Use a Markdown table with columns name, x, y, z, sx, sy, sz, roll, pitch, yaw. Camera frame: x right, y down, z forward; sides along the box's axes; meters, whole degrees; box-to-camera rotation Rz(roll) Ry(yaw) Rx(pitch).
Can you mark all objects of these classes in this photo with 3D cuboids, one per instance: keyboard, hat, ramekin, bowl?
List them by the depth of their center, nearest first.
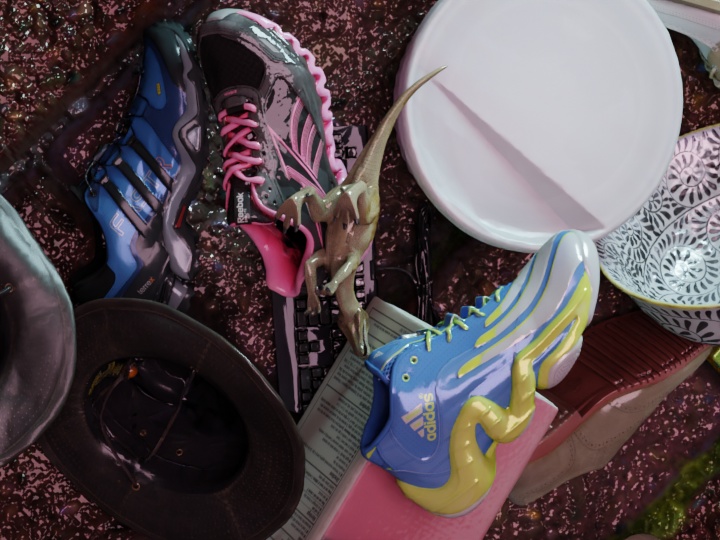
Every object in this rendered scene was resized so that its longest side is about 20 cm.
| name | x | y | z | sx | sy | sz | roll | pitch | yaw |
| --- | --- | --- | --- | --- | --- | --- | --- | --- | --- |
| hat | -0.282 | 0.041 | 1.488 | 0.199 | 0.081 | 0.202 | 2 | 80 | -11 |
| hat | -0.117 | 0.090 | 1.526 | 0.199 | 0.081 | 0.202 | 10 | 119 | 18 |
| ramekin | 0.112 | -0.113 | 1.583 | 0.201 | 0.094 | 0.204 | -1 | 92 | -15 |
| keyboard | 0.000 | 0.000 | 1.596 | 0.126 | 0.021 | 0.202 | -5 | 94 | -14 |
| bowl | 0.267 | -0.008 | 1.599 | 0.200 | 0.201 | 0.095 | -30 | 126 | -11 |

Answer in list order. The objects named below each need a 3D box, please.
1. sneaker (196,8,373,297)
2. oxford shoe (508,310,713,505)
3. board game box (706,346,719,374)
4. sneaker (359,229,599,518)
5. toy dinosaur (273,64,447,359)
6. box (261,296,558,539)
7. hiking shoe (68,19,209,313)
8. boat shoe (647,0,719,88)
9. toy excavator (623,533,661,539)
| name | x | y | z | sx | sy | sz | roll | pitch | yaw |
| --- | --- | --- | --- | --- | --- | --- | --- | --- | --- |
| sneaker | -0.061 | -0.072 | 1.503 | 0.095 | 0.079 | 0.201 | -44 | 117 | -44 |
| oxford shoe | 0.171 | 0.093 | 1.631 | 0.199 | 0.070 | 0.075 | -28 | 131 | -17 |
| board game box | 0.347 | 0.021 | 1.681 | 0.200 | 0.030 | 0.096 | -46 | 105 | -6 |
| sneaker | 0.068 | 0.052 | 1.429 | 0.105 | 0.076 | 0.201 | 26 | 92 | -21 |
| toy dinosaur | -0.006 | -0.041 | 1.490 | 0.058 | 0.101 | 0.202 | 19 | 105 | 23 |
| box | 0.020 | 0.138 | 1.538 | 0.109 | 0.128 | 0.201 | 31 | 90 | -23 |
| hiking shoe | -0.149 | -0.067 | 1.527 | 0.086 | 0.074 | 0.202 | 2 | 91 | -15 |
| boat shoe | 0.272 | -0.158 | 1.628 | 0.198 | 0.075 | 0.069 | 17 | 110 | 2 |
| toy excavator | 0.117 | 0.247 | 1.607 | 0.199 | 0.100 | 0.195 | 30 | 86 | -26 |
